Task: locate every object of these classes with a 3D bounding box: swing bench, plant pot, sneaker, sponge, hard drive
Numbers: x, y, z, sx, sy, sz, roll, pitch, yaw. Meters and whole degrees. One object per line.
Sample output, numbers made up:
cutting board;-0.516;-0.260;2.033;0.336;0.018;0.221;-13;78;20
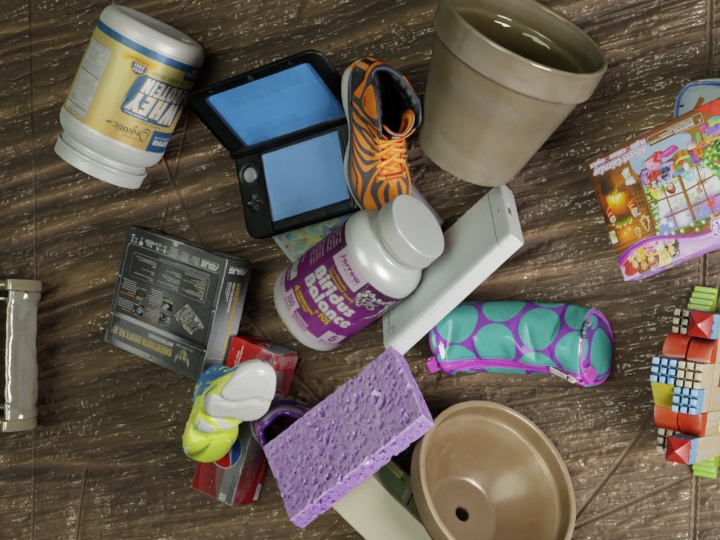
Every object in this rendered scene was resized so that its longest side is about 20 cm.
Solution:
swing bench;-0.518;0.111;1.995;0.198;0.129;0.202;2;88;23
plant pot;0.150;-0.196;1.618;0.199;0.199;0.175;38;121;24
sneaker;0.028;-0.139;1.661;0.112;0.077;0.202;-152;46;-67
plant pot;0.132;0.254;1.615;0.202;0.199;0.093;62;143;16
sneaker;-0.040;0.197;1.725;0.197;0.088;0.082;7;93;5
sponge;-0.016;0.186;1.622;0.199;0.030;0.112;-39;45;14
sneaker;-0.160;0.138;1.725;0.200;0.075;0.106;-48;33;41
hard drive;0.101;-0.002;1.666;0.027;0.132;0.200;38;112;-20

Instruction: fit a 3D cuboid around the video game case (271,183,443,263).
video game case;-0.019;-0.066;1.785;0.183;0.022;0.200;-47;68;19

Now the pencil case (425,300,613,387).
pencil case;0.178;0.081;1.634;0.198;0.085;0.093;1;50;30

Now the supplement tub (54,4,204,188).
supplement tub;-0.300;-0.223;1.875;0.144;0.144;0.202;31;103;26

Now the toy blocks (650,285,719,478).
toy blocks;0.343;0.118;1.514;0.099;0.136;0.203;8;91;28

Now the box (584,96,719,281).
box;0.341;-0.088;1.499;0.199;0.039;0.138;-25;76;34

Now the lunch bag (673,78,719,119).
lunch bag;0.423;-0.126;1.517;0.198;0.075;0.163;7;89;29

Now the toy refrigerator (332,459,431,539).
toy refrigerator;0.054;0.289;1.664;0.200;0.076;0.070;44;109;1

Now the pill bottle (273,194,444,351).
pill bottle;0.000;0.000;1.679;0.199;0.112;0.113;-38;71;34

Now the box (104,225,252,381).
box;-0.235;0.041;1.862;0.199;0.048;0.161;17;97;41

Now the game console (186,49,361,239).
game console;-0.091;-0.146;1.751;0.198;0.116;0.178;-15;81;28

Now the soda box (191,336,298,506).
soda box;-0.144;0.187;1.820;0.069;0.063;0.202;20;97;28
